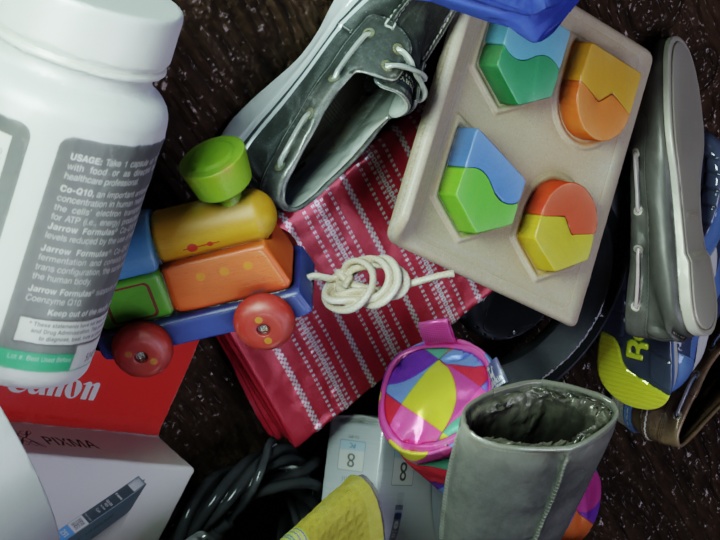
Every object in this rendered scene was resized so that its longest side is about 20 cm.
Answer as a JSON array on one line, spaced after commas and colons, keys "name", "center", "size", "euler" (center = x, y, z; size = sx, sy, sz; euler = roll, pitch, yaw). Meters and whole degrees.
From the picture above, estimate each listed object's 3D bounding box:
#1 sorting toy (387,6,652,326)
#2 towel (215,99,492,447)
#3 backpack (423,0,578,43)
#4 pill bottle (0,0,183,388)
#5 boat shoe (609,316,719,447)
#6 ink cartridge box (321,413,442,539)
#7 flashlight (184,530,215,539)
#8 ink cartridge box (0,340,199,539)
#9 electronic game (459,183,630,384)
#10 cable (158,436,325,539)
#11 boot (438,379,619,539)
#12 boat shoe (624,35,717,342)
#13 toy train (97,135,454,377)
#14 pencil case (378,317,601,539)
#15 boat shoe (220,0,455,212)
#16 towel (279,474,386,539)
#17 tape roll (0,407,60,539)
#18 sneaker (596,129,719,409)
[{"name": "sorting toy", "center": [0.106, -0.077, 1.512], "size": [0.200, 0.036, 0.185], "euler": [25, 78, -47]}, {"name": "towel", "center": [0.000, 0.000, 1.501], "size": [0.200, 0.022, 0.145], "euler": [-37, 126, -13]}, {"name": "backpack", "center": [0.088, -0.240, 1.338], "size": [0.200, 0.162, 0.168], "euler": [-53, 150, -20]}, {"name": "pill bottle", "center": [-0.163, -0.051, 1.254], "size": [0.113, 0.113, 0.200], "euler": [3, 114, -46]}, {"name": "boat shoe", "center": [0.274, 0.054, 1.801], "size": [0.200, 0.072, 0.072], "euler": [-47, 141, -8]}, {"name": "ink cartridge box", "center": [0.029, 0.195, 1.605], "size": [0.160, 0.047, 0.200], "euler": [9, 86, -59]}, {"name": "flashlight", "center": [-0.154, 0.237, 1.468], "size": [0.200, 0.068, 0.068], "euler": [-38, 150, 7]}, {"name": "ink cartridge box", "center": [-0.177, 0.099, 1.409], "size": [0.200, 0.045, 0.176], "euler": [10, 112, -48]}, {"name": "electronic game", "center": [0.094, 0.007, 1.611], "size": [0.200, 0.042, 0.200], "euler": [-18, 125, -28]}, {"name": "cable", "center": [-0.092, 0.188, 1.565], "size": [0.163, 0.051, 0.200], "euler": [-8, 127, -36]}, {"name": "boot", "center": [0.119, 0.147, 1.514], "size": [0.182, 0.073, 0.200], "euler": [-8, 131, -28]}, {"name": "boat shoe", "center": [0.192, -0.052, 1.620], "size": [0.067, 0.057, 0.200], "euler": [4, 81, -62]}, {"name": "toy train", "center": [-0.060, -0.024, 1.349], "size": [0.200, 0.085, 0.116], "euler": [-13, 123, 9]}, {"name": "pencil case", "center": [0.083, 0.111, 1.563], "size": [0.088, 0.088, 0.200], "euler": [-48, 142, -6]}, {"name": "boat shoe", "center": [0.006, -0.109, 1.415], "size": [0.200, 0.071, 0.072], "euler": [-50, 141, -5]}, {"name": "towel", "center": [-0.038, 0.224, 1.463], "size": [0.200, 0.023, 0.144], "euler": [-40, 132, -45]}, {"name": "tape roll", "center": [-0.231, 0.079, 1.216], "size": [0.066, 0.200, 0.200], "euler": [-35, 138, -21]}, {"name": "sneaker", "center": [0.214, -0.007, 1.701], "size": [0.082, 0.074, 0.200], "euler": [-21, 128, -52]}]
